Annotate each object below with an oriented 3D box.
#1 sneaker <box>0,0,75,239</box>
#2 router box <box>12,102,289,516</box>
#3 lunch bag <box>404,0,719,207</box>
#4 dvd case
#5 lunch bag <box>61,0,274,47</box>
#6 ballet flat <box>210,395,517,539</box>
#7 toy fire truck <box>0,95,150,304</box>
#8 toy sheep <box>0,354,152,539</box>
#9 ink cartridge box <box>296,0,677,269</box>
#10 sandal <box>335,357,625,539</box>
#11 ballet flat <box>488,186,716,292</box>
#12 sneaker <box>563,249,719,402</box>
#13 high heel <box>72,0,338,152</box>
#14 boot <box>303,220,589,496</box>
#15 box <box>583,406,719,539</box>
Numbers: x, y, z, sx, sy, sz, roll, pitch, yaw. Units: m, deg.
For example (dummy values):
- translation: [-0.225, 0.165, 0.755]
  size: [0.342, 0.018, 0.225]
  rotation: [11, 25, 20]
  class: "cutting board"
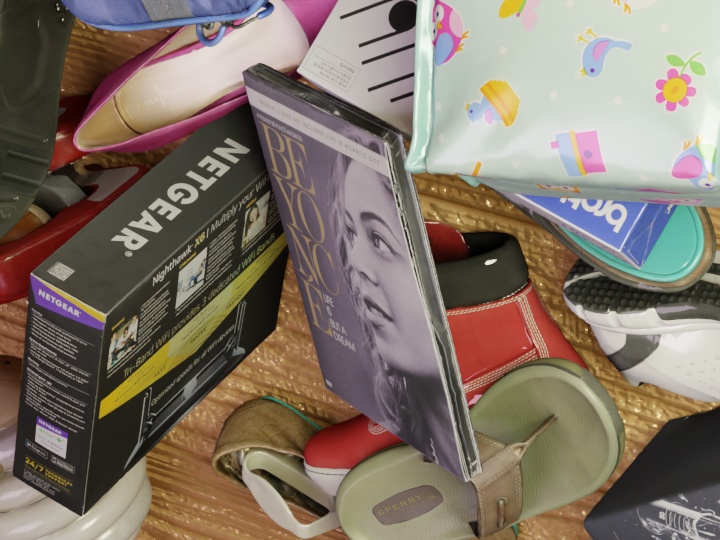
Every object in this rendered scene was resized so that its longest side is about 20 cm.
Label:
- translation: [-0.226, -0.095, 1.522]
  size: [0.076, 0.200, 0.114]
  rotation: [21, 161, -34]
  class: "sneaker"
- translation: [-0.111, 0.018, 1.483]
  size: [0.052, 0.200, 0.158]
  rotation: [28, 134, 18]
  class: "router box"
- translation: [0.118, -0.134, 1.219]
  size: [0.170, 0.122, 0.201]
  rotation: [3, 86, 25]
  class: "lunch bag"
- translation: [0.000, 0.000, 1.390]
  size: [0.149, 0.016, 0.200]
  rotation: [31, 140, 54]
  class: "dvd case"
- translation: [-0.089, -0.205, 1.271]
  size: [0.136, 0.132, 0.201]
  rotation: [-3, 111, 34]
  class: "lunch bag"
- translation: [-0.006, 0.140, 1.585]
  size: [0.200, 0.072, 0.068]
  rotation: [27, 135, 21]
  class: "ballet flat"
- translation: [-0.222, -0.016, 1.571]
  size: [0.200, 0.168, 0.112]
  rotation: [-2, 119, 40]
  class: "toy fire truck"
- translation: [-0.200, 0.134, 1.696]
  size: [0.138, 0.138, 0.200]
  rotation: [2, 132, 38]
  class: "toy sheep"
- translation: [0.075, -0.090, 1.319]
  size: [0.200, 0.094, 0.044]
  rotation: [31, 180, 24]
  class: "ink cartridge box"
- translation: [0.063, 0.115, 1.435]
  size: [0.201, 0.057, 0.080]
  rotation: [-33, 99, 36]
  class: "sandal"
- translation: [0.106, -0.051, 1.359]
  size: [0.200, 0.068, 0.068]
  rotation: [38, 180, 24]
  class: "ballet flat"
- translation: [0.202, 0.030, 1.348]
  size: [0.200, 0.074, 0.080]
  rotation: [9, 141, 39]
  class: "sneaker"
- translation: [-0.073, -0.115, 1.428]
  size: [0.200, 0.096, 0.067]
  rotation: [-17, 107, 45]
  class: "high heel"
- translation: [0.028, 0.046, 1.493]
  size: [0.200, 0.072, 0.145]
  rotation: [-19, 108, 37]
  class: "boot"
- translation: [0.251, 0.163, 1.372]
  size: [0.182, 0.104, 0.200]
  rotation: [-23, 104, 47]
  class: "box"
